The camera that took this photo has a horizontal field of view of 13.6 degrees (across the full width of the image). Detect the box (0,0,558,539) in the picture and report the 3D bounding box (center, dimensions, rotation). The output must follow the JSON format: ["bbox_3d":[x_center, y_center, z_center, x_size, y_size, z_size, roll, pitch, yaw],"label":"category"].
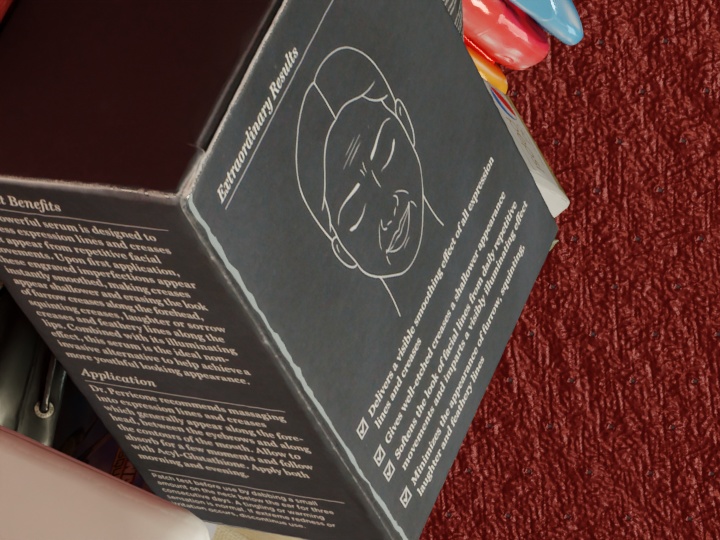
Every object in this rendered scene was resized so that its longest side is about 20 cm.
[{"bbox_3d":[-0.033,-0.023,1.021,0.149,0.107,0.200,-63,143,-29],"label":"box"}]

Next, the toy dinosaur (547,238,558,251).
[{"bbox_3d":[0.000,0.000,1.185,0.088,0.048,0.200,-38,-163,-13],"label":"toy dinosaur"}]

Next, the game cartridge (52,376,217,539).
[{"bbox_3d":[-0.111,0.091,1.139,0.133,0.042,0.200,-23,-146,32],"label":"game cartridge"}]

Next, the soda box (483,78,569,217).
[{"bbox_3d":[-0.009,-0.003,1.330,0.200,0.068,0.064,-38,150,17],"label":"soda box"}]

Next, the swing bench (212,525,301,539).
[{"bbox_3d":[-0.069,0.162,1.231,0.200,0.129,0.200,-64,-158,11],"label":"swing bench"}]

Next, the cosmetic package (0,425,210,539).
[{"bbox_3d":[-0.137,0.108,0.503,0.200,0.166,0.168,110,5,-66],"label":"cosmetic package"}]

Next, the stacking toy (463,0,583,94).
[{"bbox_3d":[0.001,-0.080,1.376,0.200,0.116,0.110,-49,-175,7],"label":"stacking toy"}]

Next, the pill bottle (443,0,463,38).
[{"bbox_3d":[-0.017,-0.134,1.093,0.200,0.106,0.106,84,28,-57],"label":"pill bottle"}]

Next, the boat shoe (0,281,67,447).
[{"bbox_3d":[-0.106,0.002,1.158,0.075,0.066,0.200,111,5,-53],"label":"boat shoe"}]
